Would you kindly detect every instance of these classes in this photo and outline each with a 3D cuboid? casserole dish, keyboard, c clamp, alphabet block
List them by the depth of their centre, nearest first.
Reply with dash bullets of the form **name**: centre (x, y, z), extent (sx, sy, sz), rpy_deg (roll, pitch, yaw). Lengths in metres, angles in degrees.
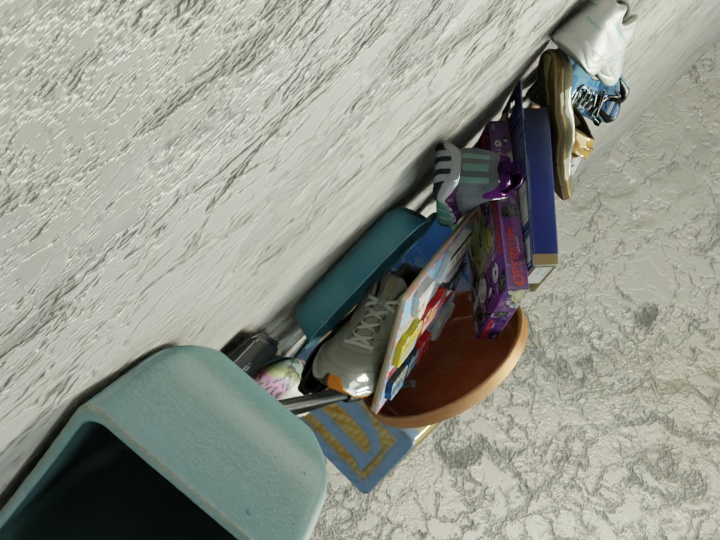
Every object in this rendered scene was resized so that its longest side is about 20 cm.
- **keyboard**: centre (-0.137, 0.109, 1.625), extent (0.127, 0.021, 0.200), rpy_deg (-46, 173, -3)
- **casserole dish**: centre (0.000, 0.000, 1.724), extent (0.200, 0.039, 0.121), rpy_deg (-47, 174, 8)
- **c clamp**: centre (-0.069, 0.140, 1.733), extent (0.199, 0.027, 0.171), rpy_deg (-9, 174, -38)
- **alphabet block**: centre (0.033, 0.137, 2.142), extent (0.200, 0.195, 0.196), rpy_deg (-42, 175, -33)

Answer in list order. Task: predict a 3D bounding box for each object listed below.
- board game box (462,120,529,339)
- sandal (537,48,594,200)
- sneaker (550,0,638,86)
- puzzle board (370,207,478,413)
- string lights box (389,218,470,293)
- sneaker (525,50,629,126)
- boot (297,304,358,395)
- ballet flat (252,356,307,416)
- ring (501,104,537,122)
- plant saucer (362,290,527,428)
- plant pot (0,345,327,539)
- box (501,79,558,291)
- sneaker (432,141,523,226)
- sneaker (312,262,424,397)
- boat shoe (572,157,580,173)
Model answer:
- **board game box**: centre (0.139, -0.042, 1.732), extent (0.032, 0.201, 0.120), rpy_deg (5, 151, -16)
- **sandal**: centre (0.218, -0.151, 1.715), extent (0.054, 0.081, 0.201), rpy_deg (-14, 138, -8)
- **sneaker**: centre (0.252, -0.240, 1.677), extent (0.080, 0.070, 0.200), rpy_deg (-49, 173, 11)
- **puzzle board**: centre (0.071, 0.040, 1.701), extent (0.200, 0.017, 0.151), rpy_deg (-50, 159, -51)
- **string lights box**: centre (0.102, -0.010, 1.916), extent (0.200, 0.103, 0.059), rpy_deg (-39, 178, 27)
- **sneaker**: centre (0.254, -0.204, 1.816), extent (0.078, 0.090, 0.200), rpy_deg (-48, 171, 30)
- **boot**: centre (-0.026, 0.099, 1.875), extent (0.174, 0.069, 0.200), rpy_deg (-41, 164, -56)
- **ballet flat**: centre (-0.084, 0.140, 1.925), extent (0.069, 0.071, 0.200), rpy_deg (-38, 174, 3)
- **ring**: centre (0.161, -0.146, 1.928), extent (0.200, 0.019, 0.200), rpy_deg (-44, 174, -6)
- **plant saucer**: centre (0.094, 0.099, 1.786), extent (0.200, 0.032, 0.201), rpy_deg (-25, -150, 16)
- **plant pot**: centre (-0.140, 0.175, 1.286), extent (0.196, 0.196, 0.200), rpy_deg (-49, -179, 32)
- **box**: centre (0.176, -0.088, 1.712), extent (0.032, 0.201, 0.121), rpy_deg (-2, 167, -5)
- **sneaker**: centre (0.120, -0.082, 1.656), extent (0.200, 0.087, 0.075), rpy_deg (32, 62, -84)
- **sneaker**: centre (0.013, 0.053, 1.693), extent (0.200, 0.075, 0.092), rpy_deg (-48, 158, -55)
- **boat shoe**: centre (0.223, -0.142, 1.950), extent (0.065, 0.075, 0.202), rpy_deg (-43, 169, 33)
